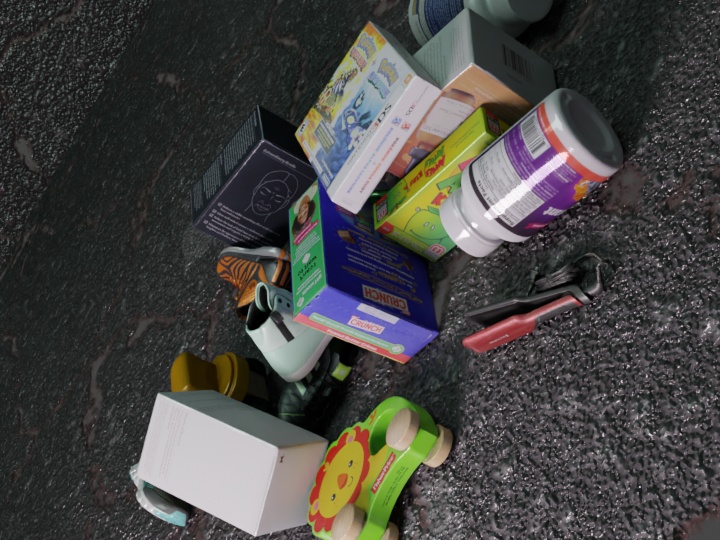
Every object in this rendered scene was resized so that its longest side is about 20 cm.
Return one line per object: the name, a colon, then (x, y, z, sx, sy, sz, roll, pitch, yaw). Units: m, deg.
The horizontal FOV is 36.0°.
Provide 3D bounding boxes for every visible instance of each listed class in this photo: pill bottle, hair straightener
pill bottle: (0.185, -0.102, 1.242, 0.200, 0.111, 0.111, -40, 36, 35)
pill bottle: (0.162, -0.355, 1.481, 0.200, 0.111, 0.111, 2, 67, 59)
hair straightener: (0.190, 0.022, 1.201, 0.200, 0.041, 0.077, -33, 41, 42)

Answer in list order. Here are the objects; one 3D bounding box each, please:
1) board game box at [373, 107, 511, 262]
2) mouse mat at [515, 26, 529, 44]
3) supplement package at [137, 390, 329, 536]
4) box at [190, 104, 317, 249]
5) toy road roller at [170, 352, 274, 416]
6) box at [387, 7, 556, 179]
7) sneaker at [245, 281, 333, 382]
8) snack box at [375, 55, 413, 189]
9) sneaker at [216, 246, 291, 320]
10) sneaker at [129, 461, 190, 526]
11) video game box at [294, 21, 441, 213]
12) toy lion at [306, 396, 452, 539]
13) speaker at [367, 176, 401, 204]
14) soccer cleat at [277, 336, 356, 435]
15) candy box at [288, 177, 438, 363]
board game box: (0.118, -0.100, 1.357, 0.200, 0.102, 0.048, -41, 35, 34)
mouse mat: (0.179, -0.346, 1.567, 0.200, 0.008, 0.161, -9, 58, 57)
supplement package: (-0.162, 0.238, 1.401, 0.200, 0.117, 0.117, 18, 95, 31)
box: (-0.158, -0.137, 1.784, 0.200, 0.148, 0.107, -47, 33, 25)
toy road roller: (-0.226, 0.203, 1.607, 0.200, 0.146, 0.123, -49, 31, 22)
box: (0.123, -0.198, 1.380, 0.200, 0.152, 0.106, -38, 38, 38)
sneaker: (-0.073, 0.033, 1.448, 0.074, 0.118, 0.200, -1, 48, 42)
snack box: (0.028, -0.198, 1.497, 0.072, 0.024, 0.200, -4, 61, 31)
sneaker: (-0.184, 0.025, 1.763, 0.200, 0.078, 0.112, -8, 58, 56)
sneaker: (-0.298, 0.317, 1.706, 0.091, 0.078, 0.200, -57, 31, 2)
video game box: (0.004, -0.193, 1.367, 0.182, 0.047, 0.200, -53, 31, 15)
toy lion: (0.007, 0.235, 1.304, 0.200, 0.069, 0.192, -60, 21, 3)
speaker: (0.057, -0.171, 1.535, 0.088, 0.088, 0.200, -20, 50, 51)
soccer cleat: (-0.052, 0.147, 1.461, 0.081, 0.068, 0.200, -8, 56, 54)
candy box: (0.000, 0.000, 1.393, 0.077, 0.169, 0.200, -47, 32, 31)
